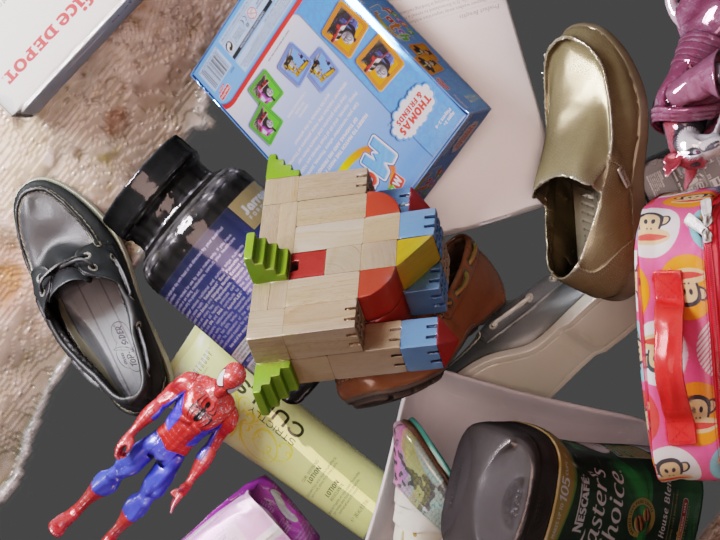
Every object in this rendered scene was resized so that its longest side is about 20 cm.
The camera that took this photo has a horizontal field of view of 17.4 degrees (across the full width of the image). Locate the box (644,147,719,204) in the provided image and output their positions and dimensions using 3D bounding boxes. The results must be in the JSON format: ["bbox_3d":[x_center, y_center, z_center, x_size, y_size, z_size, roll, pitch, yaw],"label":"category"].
[{"bbox_3d":[0.311,-0.019,1.747,0.157,0.051,0.201,-25,91,4],"label":"box"}]

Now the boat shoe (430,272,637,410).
[{"bbox_3d":[0.126,0.052,1.763,0.200,0.062,0.073,-35,132,13],"label":"boat shoe"}]

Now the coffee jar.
[{"bbox_3d":[0.148,0.166,1.663,0.199,0.085,0.105,12,91,-41],"label":"coffee jar"}]

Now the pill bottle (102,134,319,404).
[{"bbox_3d":[-0.088,-0.003,1.736,0.200,0.112,0.112,41,93,0],"label":"pill bottle"}]

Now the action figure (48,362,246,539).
[{"bbox_3d":[-0.150,0.139,1.748,0.065,0.052,0.200,40,108,-4],"label":"action figure"}]

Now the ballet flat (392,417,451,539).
[{"bbox_3d":[0.069,0.199,1.700,0.071,0.069,0.200,-39,109,0],"label":"ballet flat"}]

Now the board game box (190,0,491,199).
[{"bbox_3d":[-0.018,-0.130,1.706,0.200,0.037,0.151,48,124,18],"label":"board game box"}]

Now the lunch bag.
[{"bbox_3d":[0.235,0.045,1.641,0.082,0.176,0.201,-3,98,20],"label":"lunch bag"}]

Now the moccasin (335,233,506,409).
[{"bbox_3d":[0.040,0.034,1.681,0.073,0.201,0.078,-13,109,41],"label":"moccasin"}]

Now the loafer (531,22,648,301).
[{"bbox_3d":[0.161,-0.077,1.669,0.067,0.076,0.201,-4,84,-41],"label":"loafer"}]

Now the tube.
[{"bbox_3d":[-0.062,0.125,1.773,0.200,0.052,0.058,37,66,5],"label":"tube"}]

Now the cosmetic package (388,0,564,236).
[{"bbox_3d":[0.072,-0.131,1.740,0.112,0.081,0.201,-14,93,3],"label":"cosmetic package"}]

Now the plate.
[{"bbox_3d":[0.101,0.184,1.753,0.199,0.032,0.201,14,95,-14],"label":"plate"}]

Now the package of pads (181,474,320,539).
[{"bbox_3d":[-0.127,0.242,1.743,0.200,0.121,0.076,-40,90,4],"label":"package of pads"}]

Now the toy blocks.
[{"bbox_3d":[0.000,0.000,1.610,0.136,0.201,0.100,-7,136,12],"label":"toy blocks"}]

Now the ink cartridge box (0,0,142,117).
[{"bbox_3d":[-0.273,-0.231,1.749,0.200,0.083,0.146,44,93,0],"label":"ink cartridge box"}]

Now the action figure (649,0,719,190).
[{"bbox_3d":[0.245,-0.155,1.670,0.148,0.134,0.201,21,72,15],"label":"action figure"}]

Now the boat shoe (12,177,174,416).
[{"bbox_3d":[-0.207,0.019,1.760,0.074,0.066,0.200,-25,86,10],"label":"boat shoe"}]
